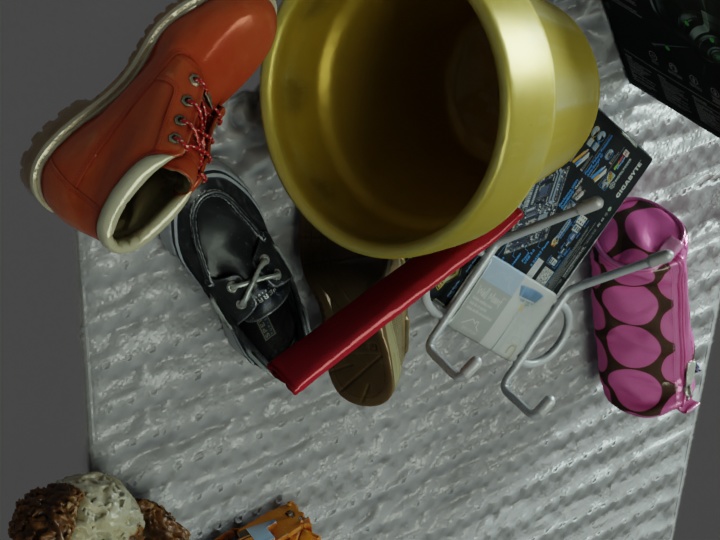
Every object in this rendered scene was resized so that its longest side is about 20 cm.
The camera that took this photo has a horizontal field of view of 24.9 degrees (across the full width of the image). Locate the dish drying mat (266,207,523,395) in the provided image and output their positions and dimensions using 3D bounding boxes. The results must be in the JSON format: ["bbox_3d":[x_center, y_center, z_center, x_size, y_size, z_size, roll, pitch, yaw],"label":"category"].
[{"bbox_3d":[0.024,0.018,1.134,0.199,0.077,0.018,-36,101,-8],"label":"dish drying mat"}]

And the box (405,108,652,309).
[{"bbox_3d":[0.129,-0.048,1.299,0.158,0.046,0.201,30,97,-48],"label":"box"}]

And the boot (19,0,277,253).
[{"bbox_3d":[-0.110,-0.095,1.019,0.200,0.107,0.075,-46,136,-7],"label":"boot"}]

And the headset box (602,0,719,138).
[{"bbox_3d":[0.265,-0.201,1.218,0.093,0.174,0.201,-40,135,-10],"label":"headset box"}]

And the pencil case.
[{"bbox_3d":[0.252,0.036,1.430,0.090,0.094,0.201,-33,134,-18],"label":"pencil case"}]

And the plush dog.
[{"bbox_3d":[-0.205,0.228,1.160,0.200,0.159,0.174,22,85,-64],"label":"plush dog"}]

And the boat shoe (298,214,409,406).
[{"bbox_3d":[0.000,0.000,1.216,0.065,0.070,0.202,-52,144,-55],"label":"boat shoe"}]

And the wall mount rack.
[{"bbox_3d":[0.143,0.021,1.269,0.199,0.074,0.175,28,99,-48],"label":"wall mount rack"}]

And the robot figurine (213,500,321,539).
[{"bbox_3d":[-0.119,0.274,1.298,0.199,0.058,0.146,-30,133,-22],"label":"robot figurine"}]

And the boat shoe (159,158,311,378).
[{"bbox_3d":[-0.080,0.006,1.140,0.071,0.068,0.201,-35,136,-16],"label":"boat shoe"}]

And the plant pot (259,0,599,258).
[{"bbox_3d":[0.064,-0.119,1.100,0.188,0.200,0.203,-12,127,-52],"label":"plant pot"}]
